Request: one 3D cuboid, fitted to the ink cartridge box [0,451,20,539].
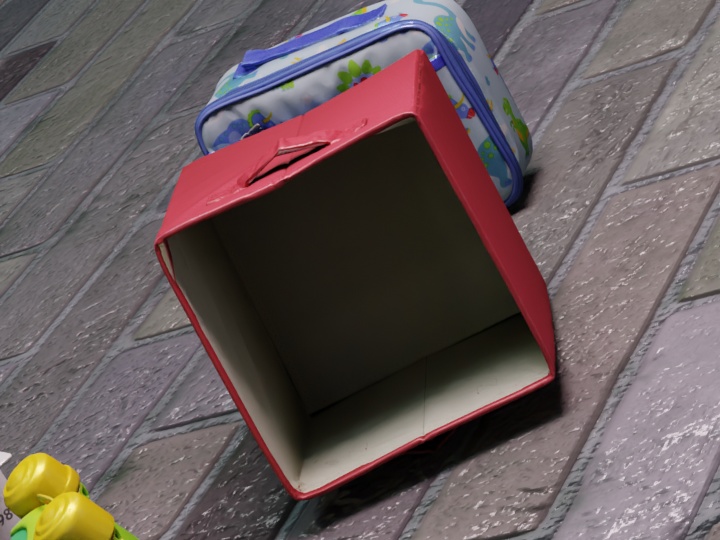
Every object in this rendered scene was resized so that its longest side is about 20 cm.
[{"bbox_3d":[-0.292,0.168,1.842,0.116,0.067,0.200,-40,22,-27],"label":"ink cartridge box"}]

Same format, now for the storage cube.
[{"bbox_3d":[0.000,0.000,1.677,0.171,0.200,0.180,-27,14,9],"label":"storage cube"}]

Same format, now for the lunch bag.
[{"bbox_3d":[0.000,-0.089,1.926,0.200,0.161,0.082,-20,22,22],"label":"lunch bag"}]

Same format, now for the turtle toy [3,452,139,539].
[{"bbox_3d":[-0.133,0.187,1.512,0.101,0.146,0.200,-52,22,-1],"label":"turtle toy"}]
